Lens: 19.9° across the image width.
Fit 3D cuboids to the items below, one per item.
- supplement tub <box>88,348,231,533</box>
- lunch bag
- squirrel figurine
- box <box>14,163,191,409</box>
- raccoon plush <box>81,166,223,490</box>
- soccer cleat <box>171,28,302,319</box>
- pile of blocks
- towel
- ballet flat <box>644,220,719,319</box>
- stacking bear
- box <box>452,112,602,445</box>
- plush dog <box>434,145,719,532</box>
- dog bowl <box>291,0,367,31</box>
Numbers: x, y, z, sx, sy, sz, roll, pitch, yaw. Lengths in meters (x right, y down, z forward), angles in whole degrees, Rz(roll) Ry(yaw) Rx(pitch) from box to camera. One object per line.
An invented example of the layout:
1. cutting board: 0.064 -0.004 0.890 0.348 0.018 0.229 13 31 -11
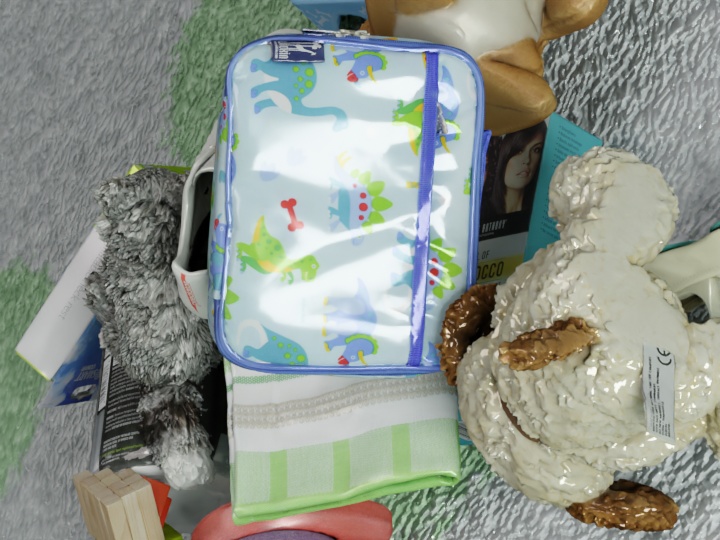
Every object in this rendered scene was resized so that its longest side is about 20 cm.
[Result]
1. supplement tub: -0.124 0.075 1.459 0.123 0.123 0.200 -28 47 41
2. lunch bag: -0.006 -0.038 1.194 0.082 0.161 0.200 -163 77 -82
3. squirrel figurine: 0.091 -0.182 1.306 0.187 0.142 0.200 -46 6 -26
4. box: -0.184 0.011 1.585 0.048 0.122 0.200 39 103 16
5. raccoon plush: -0.116 0.025 1.339 0.134 0.097 0.200 99 147 -58
6. soccer cleat: -0.070 -0.067 1.278 0.069 0.085 0.200 13 74 18
7. pile of blocks: -0.124 0.217 1.374 0.082 0.062 0.200 -16 96 66
8. towel: -0.016 0.053 1.265 0.149 0.031 0.200 -14 52 13
9. ballet flat: 0.203 0.004 1.135 0.200 0.069 0.070 -26 49 45
10. stacking bear: -0.040 0.246 1.242 0.121 0.114 0.200 -37 47 34
11. box: 0.091 0.005 1.283 0.082 0.049 0.200 -13 59 49
12. plush dog: 0.114 0.061 1.096 0.200 0.160 0.172 53 145 18
13. dog bowl: 0.012 -0.232 1.531 0.200 0.050 0.112 9 76 55
